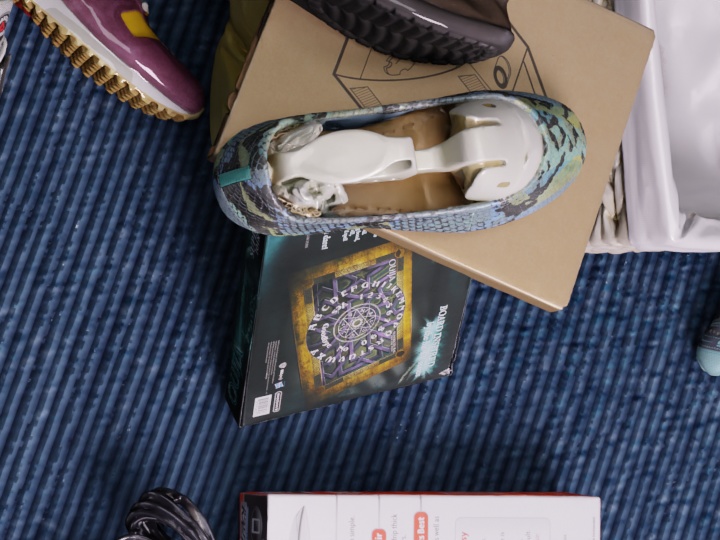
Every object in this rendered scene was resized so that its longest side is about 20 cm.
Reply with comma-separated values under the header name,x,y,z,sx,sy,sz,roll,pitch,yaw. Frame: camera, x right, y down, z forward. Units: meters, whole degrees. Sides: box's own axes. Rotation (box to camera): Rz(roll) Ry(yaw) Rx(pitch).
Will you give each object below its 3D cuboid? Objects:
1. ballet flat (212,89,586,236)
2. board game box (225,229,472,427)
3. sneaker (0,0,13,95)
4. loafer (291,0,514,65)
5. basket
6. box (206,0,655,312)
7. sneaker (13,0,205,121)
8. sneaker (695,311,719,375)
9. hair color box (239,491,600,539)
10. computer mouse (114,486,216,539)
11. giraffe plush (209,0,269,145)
name,x,y,z,sx,sy,sz,roll,pitch,yaw
ballet flat,0.029,-0.053,1.157,0.200,0.074,0.074,-11,89,-19
board game box,0.000,0.000,1.293,0.135,0.200,0.028,-12,51,-21
sneaker,-0.222,-0.111,1.260,0.074,0.088,0.200,-38,117,-58
loafer,-0.009,-0.163,1.157,0.200,0.073,0.071,24,77,-13
basket,0.161,-0.104,1.359,0.136,0.123,0.200,0,83,-46
box,0.040,-0.091,1.214,0.200,0.021,0.164,24,75,-13
sneaker,-0.149,-0.169,1.313,0.200,0.075,0.090,41,81,-11
sneaker,0.285,0.091,1.436,0.200,0.078,0.086,45,86,-2
hair color box,0.033,0.181,1.346,0.200,0.064,0.111,3,86,-18
computer mouse,-0.132,0.230,1.282,0.200,0.053,0.139,-42,76,-5
giraffe plush,0.009,-0.129,1.337,0.162,0.173,0.200,-4,52,-28
